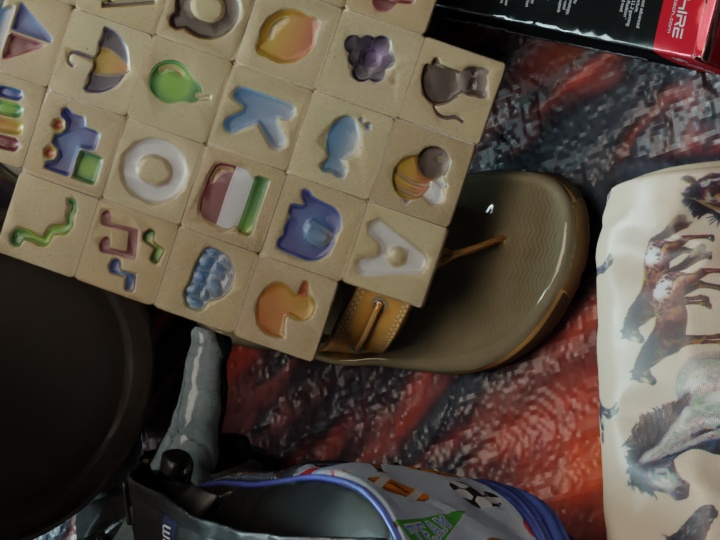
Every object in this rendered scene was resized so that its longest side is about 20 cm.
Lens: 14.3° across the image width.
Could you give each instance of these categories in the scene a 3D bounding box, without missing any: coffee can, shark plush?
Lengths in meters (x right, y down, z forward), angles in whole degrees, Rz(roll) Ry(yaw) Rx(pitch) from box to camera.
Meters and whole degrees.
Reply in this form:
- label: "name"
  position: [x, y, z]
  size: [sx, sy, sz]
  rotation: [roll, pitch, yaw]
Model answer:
- label: "coffee can"
  position: [-0.196, 0.017, 1.229]
  size: [0.200, 0.146, 0.147]
  rotation: [32, 104, 55]
- label: "shark plush"
  position: [-0.082, 0.125, 1.120]
  size: [0.091, 0.083, 0.200]
  rotation: [31, 92, 33]

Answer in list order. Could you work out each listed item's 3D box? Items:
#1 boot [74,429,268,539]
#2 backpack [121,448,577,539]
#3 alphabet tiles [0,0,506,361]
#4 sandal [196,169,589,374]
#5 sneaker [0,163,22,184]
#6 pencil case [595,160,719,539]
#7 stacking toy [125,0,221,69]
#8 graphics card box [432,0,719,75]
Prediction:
- label: "boot"
  position: [-0.119, 0.138, 1.231]
  size: [0.200, 0.070, 0.132]
  rotation: [-10, 73, 29]
- label: "backpack"
  position: [0.008, 0.156, 1.032]
  size: [0.190, 0.154, 0.201]
  rotation: [162, 106, -66]
- label: "alphabet tiles"
  position: [-0.053, -0.064, 1.106]
  size: [0.200, 0.006, 0.167]
  rotation: [19, 95, 6]
- label: "sandal"
  position: [0.000, 0.000, 1.144]
  size: [0.200, 0.054, 0.081]
  rotation: [-1, 84, 34]
- label: "sneaker"
  position: [-0.137, -0.059, 1.270]
  size: [0.200, 0.072, 0.072]
  rotation: [45, 110, 36]
- label: "pencil case"
  position: [0.128, 0.054, 1.008]
  size: [0.089, 0.078, 0.201]
  rotation: [-9, 77, 37]
- label: "stacking toy"
  position: [-0.069, -0.135, 1.216]
  size: [0.116, 0.110, 0.200]
  rotation: [-51, 38, 45]
- label: "graphics card box"
  position: [0.080, -0.151, 1.107]
  size: [0.200, 0.051, 0.126]
  rotation: [15, 93, 41]
